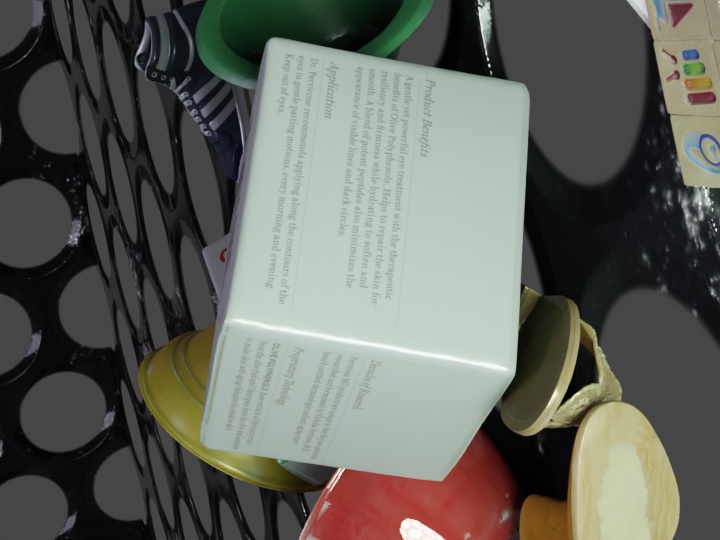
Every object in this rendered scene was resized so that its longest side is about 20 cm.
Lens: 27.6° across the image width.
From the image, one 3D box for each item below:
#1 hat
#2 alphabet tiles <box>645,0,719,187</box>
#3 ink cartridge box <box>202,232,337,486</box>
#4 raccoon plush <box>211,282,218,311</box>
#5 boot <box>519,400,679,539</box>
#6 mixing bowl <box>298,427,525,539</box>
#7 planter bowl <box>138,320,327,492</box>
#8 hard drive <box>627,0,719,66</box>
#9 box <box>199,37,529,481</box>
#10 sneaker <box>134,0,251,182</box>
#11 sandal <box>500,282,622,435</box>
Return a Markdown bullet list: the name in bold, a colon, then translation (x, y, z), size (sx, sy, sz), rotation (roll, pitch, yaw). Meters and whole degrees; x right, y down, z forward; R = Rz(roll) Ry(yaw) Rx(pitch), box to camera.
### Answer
- **hat**: translation (-0.010, -0.135, 1.059), size (0.165, 0.201, 0.177), rotation (16, 145, 27)
- **alphabet tiles**: translation (0.167, -0.122, 0.556), size (0.167, 0.008, 0.202), rotation (10, 121, 54)
- **ink cartridge box**: translation (-0.021, 0.041, 1.144), size (0.083, 0.146, 0.201), rotation (41, -158, -59)
- **raccoon plush**: translation (-0.097, 0.070, 1.540), size (0.134, 0.096, 0.201), rotation (96, 155, -66)
- **boot**: translation (0.133, 0.157, 0.893), size (0.144, 0.070, 0.203), rotation (-150, 44, -66)
- **mixing bowl**: translation (0.051, 0.195, 1.043), size (0.108, 0.200, 0.201), rotation (31, 141, 25)
- **planter bowl**: translation (-0.083, 0.092, 1.255), size (0.084, 0.199, 0.201), rotation (-61, 36, 22)
- **hard drive**: translation (0.141, -0.191, 0.573), size (0.132, 0.027, 0.200), rotation (54, 149, 14)
- **box**: translation (0.000, 0.000, 0.926), size (0.200, 0.170, 0.201), rotation (109, 168, -61)
- **sneaker**: translation (-0.175, -0.182, 1.550), size (0.070, 0.108, 0.202), rotation (-141, 40, -63)
- **sandal**: translation (0.124, 0.059, 0.881), size (0.078, 0.069, 0.212), rotation (-60, 9, 8)
